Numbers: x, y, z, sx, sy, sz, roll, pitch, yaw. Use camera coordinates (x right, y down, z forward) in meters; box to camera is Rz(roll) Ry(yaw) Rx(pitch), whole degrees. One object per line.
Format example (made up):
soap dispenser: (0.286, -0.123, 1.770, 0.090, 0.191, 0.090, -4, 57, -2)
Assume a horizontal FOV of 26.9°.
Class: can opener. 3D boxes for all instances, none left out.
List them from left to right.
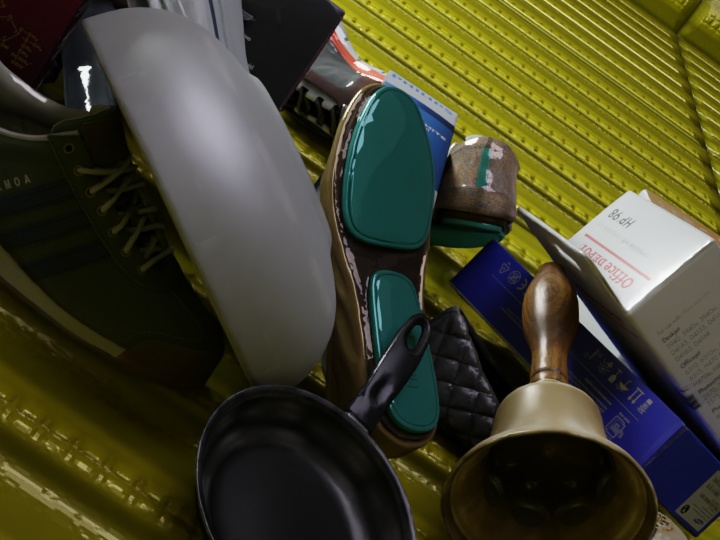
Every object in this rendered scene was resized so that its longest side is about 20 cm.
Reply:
can opener: (-0.155, -0.092, 0.857, 0.200, 0.079, 0.063, -115, -176, -46)

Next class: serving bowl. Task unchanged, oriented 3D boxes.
serving bowl: (-0.061, -0.039, 0.712, 0.200, 0.066, 0.200, 64, -5, 9)

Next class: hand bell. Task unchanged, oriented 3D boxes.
hand bell: (0.101, 0.057, 0.800, 0.104, 0.104, 0.200, 31, 35, -14)

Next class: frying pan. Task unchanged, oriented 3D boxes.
frying pan: (-0.023, 0.075, 0.661, 0.115, 0.031, 0.190, 29, 42, -25)

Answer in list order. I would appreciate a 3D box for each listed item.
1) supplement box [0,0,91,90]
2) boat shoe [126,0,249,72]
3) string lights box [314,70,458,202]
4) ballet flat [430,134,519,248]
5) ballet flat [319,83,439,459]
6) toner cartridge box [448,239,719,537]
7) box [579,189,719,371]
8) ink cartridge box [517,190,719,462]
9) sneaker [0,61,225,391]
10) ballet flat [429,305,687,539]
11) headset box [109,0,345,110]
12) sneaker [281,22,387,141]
supplement box: (-0.181, -0.170, 0.761, 0.109, 0.200, 0.061, 32, 22, -11)
boat shoe: (-0.096, -0.090, 0.833, 0.067, 0.074, 0.200, -10, 88, -26)
string lights box: (0.003, -0.046, 0.921, 0.059, 0.103, 0.200, 32, 22, -5)
ballet flat: (0.074, -0.053, 0.988, 0.068, 0.067, 0.200, 8, -3, -6)
ballet flat: (0.000, 0.000, 0.772, 0.069, 0.063, 0.200, 17, 61, -35)
toner cartridge box: (0.139, 0.068, 0.911, 0.095, 0.043, 0.200, 44, 3, -44)
box: (0.268, 0.057, 1.112, 0.200, 0.106, 0.152, 30, 22, -17)
ink cartridge box: (0.187, 0.029, 0.884, 0.200, 0.067, 0.116, 52, -1, -23)
sneaker: (-0.133, -0.034, 0.705, 0.200, 0.090, 0.067, 37, 20, 1)
ballet flat: (0.106, 0.100, 0.839, 0.200, 0.057, 0.066, 39, 18, 5)
headset box: (-0.096, -0.167, 0.961, 0.149, 0.077, 0.200, 34, -2, -7)
sneaker: (-0.029, -0.125, 1.116, 0.082, 0.077, 0.200, -13, 47, -29)
